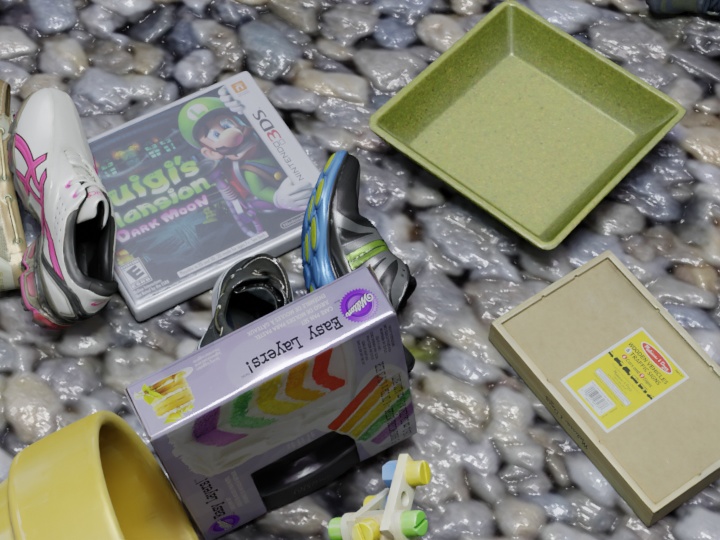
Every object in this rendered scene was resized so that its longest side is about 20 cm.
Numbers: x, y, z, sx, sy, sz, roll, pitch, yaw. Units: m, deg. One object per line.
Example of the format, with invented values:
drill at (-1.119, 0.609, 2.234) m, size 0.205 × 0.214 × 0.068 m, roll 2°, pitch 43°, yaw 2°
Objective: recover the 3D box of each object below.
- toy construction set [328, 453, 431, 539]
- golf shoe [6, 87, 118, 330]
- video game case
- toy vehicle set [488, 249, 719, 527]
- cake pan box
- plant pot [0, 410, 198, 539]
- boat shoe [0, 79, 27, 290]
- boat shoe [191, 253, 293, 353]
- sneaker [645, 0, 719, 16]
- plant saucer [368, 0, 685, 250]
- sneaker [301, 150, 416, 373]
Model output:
toy construction set at (-0.002, 0.228, 0.973) m, size 0.092 × 0.131 × 0.200 m, roll -1°, pitch 26°, yaw 43°
golf shoe at (-0.227, -0.057, 1.157) m, size 0.073 × 0.092 × 0.200 m, roll 6°, pitch 69°, yaw -48°
video game case at (-0.141, -0.069, 1.233) m, size 0.200 × 0.023 × 0.182 m, roll -26°, pitch 61°, yaw -16°
toy vehicle set at (0.209, 0.087, 1.132) m, size 0.124 × 0.027 × 0.200 m, roll -29°, pitch 62°, yaw -18°
cake pan box at (-0.055, 0.100, 1.018) m, size 0.184 × 0.200 × 0.052 m, roll -25°, pitch 60°, yaw -9°
plant pot at (-0.210, 0.220, 0.955) m, size 0.189 × 0.201 × 0.201 m, roll -25°, pitch 59°, yaw 2°
boat shoe at (-0.299, -0.075, 1.210) m, size 0.063 × 0.073 × 0.201 m, roll 0°, pitch 59°, yaw -9°
boat shoe at (-0.080, 0.032, 1.098) m, size 0.069 × 0.057 × 0.200 m, roll 30°, pitch 26°, yaw -8°
sneaker at (0.363, -0.254, 1.331) m, size 0.200 × 0.074 × 0.081 m, roll -5°, pitch 60°, yaw -1°
plant saucer at (0.142, -0.119, 1.253) m, size 0.200 × 0.048 × 0.200 m, roll 37°, pitch 63°, yaw 21°
sneaker at (0.000, 0.000, 1.161) m, size 0.083 × 0.071 × 0.200 m, roll -4°, pitch 69°, yaw -17°
